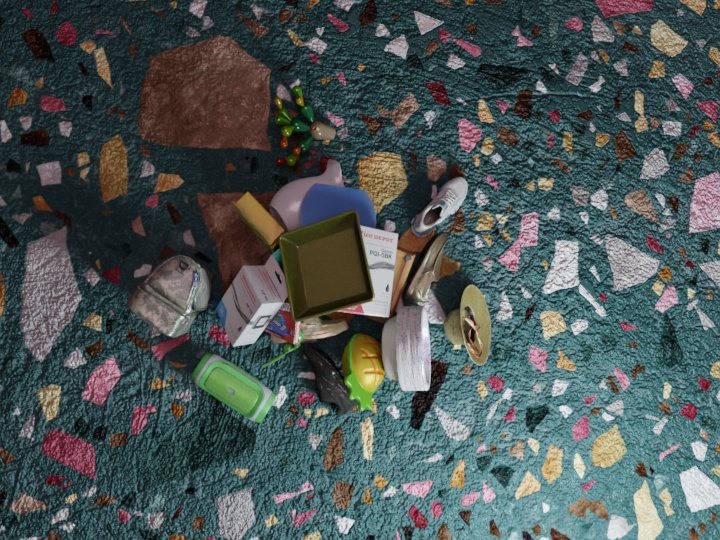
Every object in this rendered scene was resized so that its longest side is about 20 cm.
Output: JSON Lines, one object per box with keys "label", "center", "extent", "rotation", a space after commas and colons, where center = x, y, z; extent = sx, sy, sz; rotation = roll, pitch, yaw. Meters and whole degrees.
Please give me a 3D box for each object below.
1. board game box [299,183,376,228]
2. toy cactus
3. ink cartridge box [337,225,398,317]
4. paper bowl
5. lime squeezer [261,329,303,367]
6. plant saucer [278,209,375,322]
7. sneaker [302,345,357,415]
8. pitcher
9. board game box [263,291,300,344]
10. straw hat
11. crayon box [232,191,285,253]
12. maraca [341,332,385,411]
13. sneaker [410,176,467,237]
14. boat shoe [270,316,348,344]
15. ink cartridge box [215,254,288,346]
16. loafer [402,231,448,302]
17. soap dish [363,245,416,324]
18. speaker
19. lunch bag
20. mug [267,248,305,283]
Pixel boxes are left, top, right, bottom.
{"label": "board game box", "center": [-0.058, -0.122, 1.284], "extent": [0.197, 0.039, 0.161], "rotation": [4, 86, -24]}
{"label": "toy cactus", "center": [-0.147, -0.361, 1.354], "extent": [0.163, 0.102, 0.204], "rotation": [5, 82, -25]}
{"label": "ink cartridge box", "center": [0.000, 0.000, 1.231], "extent": [0.145, 0.083, 0.203], "rotation": [9, 85, -28]}
{"label": "paper bowl", "center": [0.112, 0.188, 1.278], "extent": [0.103, 0.200, 0.204], "rotation": [-4, 86, 14]}
{"label": "lime squeezer", "center": [-0.177, 0.168, 1.260], "extent": [0.070, 0.038, 0.202], "rotation": [22, 112, -7]}
{"label": "plant saucer", "center": [-0.069, -0.006, 1.150], "extent": [0.197, 0.048, 0.203], "rotation": [-16, 77, 19]}
{"label": "sneaker", "center": [-0.084, 0.276, 1.311], "extent": [0.091, 0.076, 0.201], "rotation": [-41, 88, 0]}
{"label": "pitcher", "center": [-0.114, -0.157, 1.325], "extent": [0.199, 0.121, 0.173], "rotation": [-35, 104, -20]}
{"label": "board game box", "center": [-0.210, 0.096, 1.253], "extent": [0.019, 0.198, 0.105], "rotation": [0, 101, -47]}
{"label": "straw hat", "center": [0.260, 0.143, 1.351], "extent": [0.084, 0.200, 0.204], "rotation": [-12, 86, 35]}
{"label": "crayon box", "center": [-0.235, -0.111, 1.254], "extent": [0.051, 0.200, 0.127], "rotation": [-43, 91, -8]}
{"label": "maraca", "center": [0.006, 0.241, 1.277], "extent": [0.106, 0.201, 0.137], "rotation": [-24, 121, 28]}
{"label": "sneaker", "center": [0.217, -0.169, 1.374], "extent": [0.075, 0.087, 0.200], "rotation": [41, 81, -1]}
{"label": "boat shoe", "center": [-0.129, 0.135, 1.313], "extent": [0.197, 0.074, 0.070], "rotation": [-8, 92, -7]}
{"label": "ink cartridge box", "center": [-0.253, 0.069, 1.233], "extent": [0.201, 0.066, 0.116], "rotation": [-51, 59, 31]}
{"label": "loafer", "center": [0.179, -0.005, 1.366], "extent": [0.067, 0.076, 0.202], "rotation": [28, 93, -5]}
{"label": "soap dish", "center": [0.041, 0.019, 1.339], "extent": [0.155, 0.081, 0.203], "rotation": [22, 84, -5]}
{"label": "speaker", "center": [-0.305, 0.282, 1.274], "extent": [0.199, 0.088, 0.089], "rotation": [34, 82, -3]}
{"label": "lunch bag", "center": [-0.423, 0.049, 1.221], "extent": [0.138, 0.200, 0.169], "rotation": [32, 84, -4]}
{"label": "mug", "center": [-0.150, 0.014, 1.294], "extent": [0.183, 0.114, 0.154], "rotation": [-21, 90, 32]}
